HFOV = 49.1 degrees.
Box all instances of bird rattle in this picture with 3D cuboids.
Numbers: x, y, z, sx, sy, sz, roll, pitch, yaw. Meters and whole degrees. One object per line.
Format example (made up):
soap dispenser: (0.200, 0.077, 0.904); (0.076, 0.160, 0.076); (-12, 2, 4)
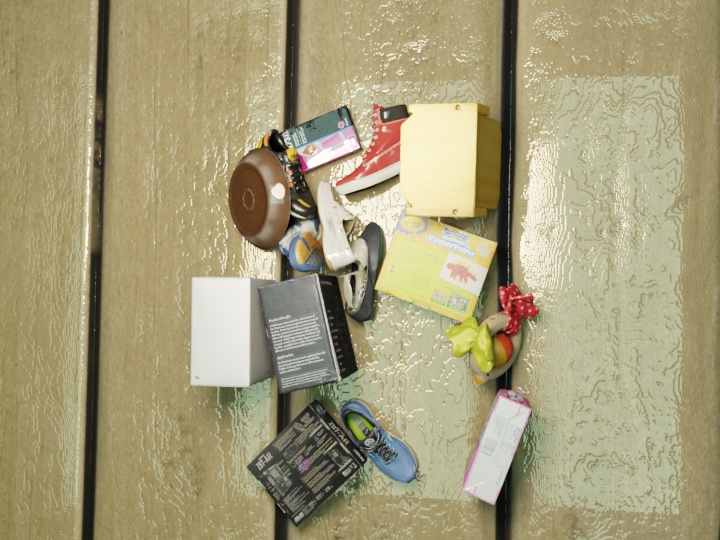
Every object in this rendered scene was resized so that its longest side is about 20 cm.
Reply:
bird rattle: (0.256, 0.125, 1.504); (0.112, 0.199, 0.165); (21, 133, 39)

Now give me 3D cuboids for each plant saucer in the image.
plant saucer: (-0.211, -0.141, 1.571); (0.199, 0.036, 0.204); (11, 105, 47)

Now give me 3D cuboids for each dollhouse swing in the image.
dollhouse swing: (0.175, -0.204, 1.496); (0.178, 0.176, 0.204); (1, 94, 11)

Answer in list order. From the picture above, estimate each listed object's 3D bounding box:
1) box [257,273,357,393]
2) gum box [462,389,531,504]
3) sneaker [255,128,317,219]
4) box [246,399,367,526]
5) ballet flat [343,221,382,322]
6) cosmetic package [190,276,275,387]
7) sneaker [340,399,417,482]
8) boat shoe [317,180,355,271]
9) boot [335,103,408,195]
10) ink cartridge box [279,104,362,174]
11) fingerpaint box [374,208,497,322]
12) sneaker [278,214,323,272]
box: (-0.097, 0.117, 1.514); (0.122, 0.200, 0.200); (-12, 86, 8)
gum box: (0.260, 0.326, 1.499); (0.065, 0.113, 0.203); (22, 92, 9)
sneaker: (-0.144, -0.193, 1.565); (0.201, 0.069, 0.090); (52, 129, 22)
box: (-0.108, 0.385, 1.573); (0.160, 0.043, 0.200); (46, 107, 8)
ballet flat: (0.000, 0.000, 1.565); (0.072, 0.073, 0.204); (5, 86, 9)
cosmetic package: (-0.244, 0.116, 1.545); (0.121, 0.200, 0.203); (0, 89, 9)
sneaker: (0.029, 0.343, 1.549); (0.200, 0.089, 0.079); (43, 96, 8)
boat shoe: (-0.043, -0.093, 1.564); (0.068, 0.071, 0.203); (-13, 62, 7)
boot: (0.020, -0.245, 1.570); (0.198, 0.072, 0.146); (-26, 95, 0)
ink cartridge box: (-0.102, -0.256, 1.620); (0.197, 0.037, 0.096); (-21, 86, 10)
fingerpaint box: (0.149, -0.008, 1.549); (0.197, 0.073, 0.169); (19, 92, 9)
sneaker: (-0.120, -0.040, 1.542); (0.087, 0.200, 0.076); (-21, 108, 14)
